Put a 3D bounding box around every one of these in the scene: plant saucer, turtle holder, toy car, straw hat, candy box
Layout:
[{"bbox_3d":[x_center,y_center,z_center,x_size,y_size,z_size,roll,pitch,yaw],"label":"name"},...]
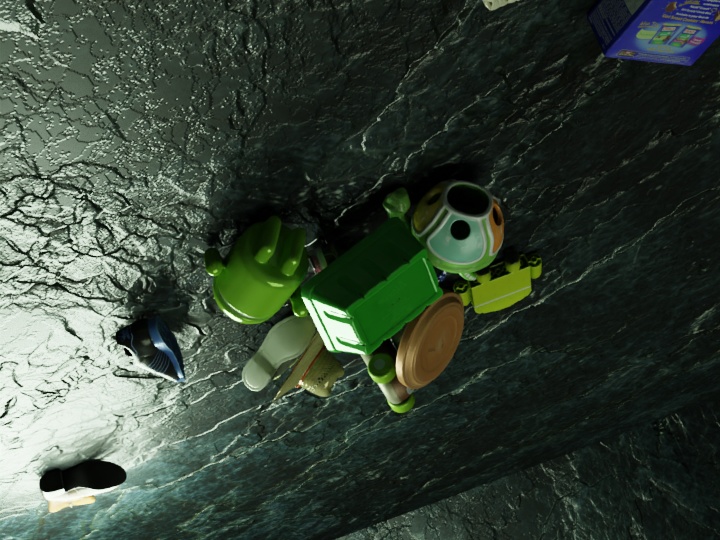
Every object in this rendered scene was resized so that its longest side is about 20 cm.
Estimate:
[{"bbox_3d":[0.139,0.134,1.937,0.200,0.032,0.202,-34,137,-39],"label":"plant saucer"},{"bbox_3d":[0.139,-0.085,1.599,0.141,0.185,0.132,-44,164,-28],"label":"turtle holder"},{"bbox_3d":[0.105,0.155,2.022,0.199,0.158,0.165,-33,143,-1],"label":"toy car"},{"bbox_3d":[-0.077,0.186,1.876,0.202,0.085,0.201,-56,-179,1],"label":"straw hat"},{"bbox_3d":[0.416,-0.360,1.301,0.167,0.078,0.200,-2,150,-31],"label":"candy box"}]

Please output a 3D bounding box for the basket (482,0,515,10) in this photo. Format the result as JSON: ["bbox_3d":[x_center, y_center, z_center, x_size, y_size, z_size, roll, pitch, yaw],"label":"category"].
[{"bbox_3d":[0.143,-0.373,1.013,0.122,0.137,0.200,-24,154,13],"label":"basket"}]

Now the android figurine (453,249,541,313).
[{"bbox_3d":[0.271,0.025,1.991,0.180,0.041,0.200,-22,154,2],"label":"android figurine"}]

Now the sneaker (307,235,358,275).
[{"bbox_3d":[0.000,0.000,1.704,0.086,0.081,0.199,-31,153,20],"label":"sneaker"}]

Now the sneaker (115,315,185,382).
[{"bbox_3d":[-0.355,0.140,1.741,0.077,0.071,0.201,-14,148,-1],"label":"sneaker"}]

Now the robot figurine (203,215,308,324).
[{"bbox_3d":[-0.153,0.005,1.556,0.174,0.117,0.200,24,139,-18],"label":"robot figurine"}]

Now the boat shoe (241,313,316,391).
[{"bbox_3d":[-0.144,0.144,1.898,0.202,0.072,0.060,-47,172,27],"label":"boat shoe"}]

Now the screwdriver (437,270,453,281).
[{"bbox_3d":[0.136,0.029,1.888,0.200,0.028,0.029,-51,-175,31],"label":"screwdriver"}]

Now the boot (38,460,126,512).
[{"bbox_3d":[-0.601,0.487,2.236,0.186,0.069,0.201,-14,155,-14],"label":"boot"}]

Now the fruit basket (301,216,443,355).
[{"bbox_3d":[0.004,0.026,1.572,0.214,0.216,0.157,-22,121,5],"label":"fruit basket"}]
